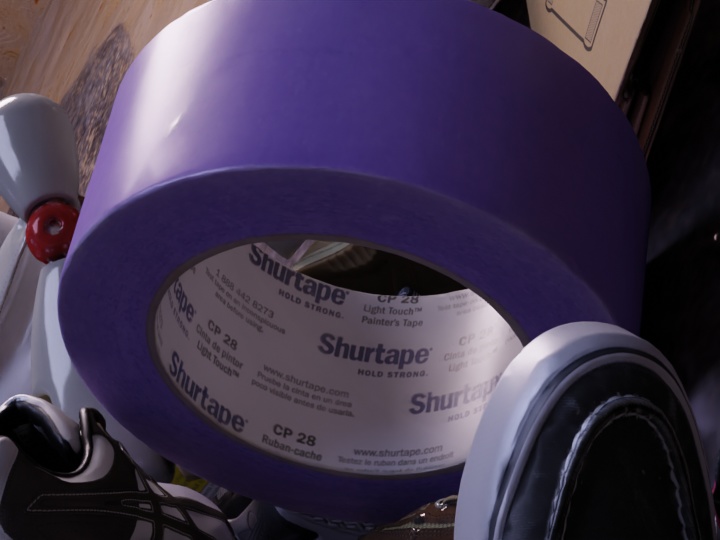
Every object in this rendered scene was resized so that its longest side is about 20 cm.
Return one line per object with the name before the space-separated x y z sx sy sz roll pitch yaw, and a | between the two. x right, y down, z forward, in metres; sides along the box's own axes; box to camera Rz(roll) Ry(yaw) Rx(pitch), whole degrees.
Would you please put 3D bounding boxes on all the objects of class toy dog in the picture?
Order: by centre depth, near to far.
toy dog | -0.114 0.028 0.876 0.096 0.130 0.202 79 -167 -68

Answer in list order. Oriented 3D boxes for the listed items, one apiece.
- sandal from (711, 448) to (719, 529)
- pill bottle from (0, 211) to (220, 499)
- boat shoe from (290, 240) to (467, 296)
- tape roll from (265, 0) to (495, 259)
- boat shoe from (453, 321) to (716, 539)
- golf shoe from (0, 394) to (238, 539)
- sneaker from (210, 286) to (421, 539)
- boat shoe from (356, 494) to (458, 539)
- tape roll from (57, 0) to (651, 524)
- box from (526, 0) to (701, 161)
sandal | 0.124 0.036 0.535 0.075 0.045 0.202 -35 35 59
pill bottle | -0.113 0.045 0.973 0.112 0.199 0.112 -54 21 32
boat shoe | 0.023 -0.013 0.885 0.200 0.074 0.067 -40 17 51
tape roll | 0.003 -0.103 0.947 0.201 0.066 0.200 -51 3 3
boat shoe | 0.064 0.116 0.493 0.068 0.073 0.202 -162 76 -67
golf shoe | -0.095 0.085 0.721 0.200 0.077 0.095 -24 -83 -83
sneaker | -0.026 0.090 0.878 0.200 0.075 0.114 -48 20 40
boat shoe | 0.051 0.101 0.655 0.075 0.075 0.202 -45 10 -17
tape roll | 0.000 0.000 0.695 0.200 0.199 0.086 -46 26 47
box | 0.093 -0.135 0.762 0.164 0.021 0.201 102 168 -48
